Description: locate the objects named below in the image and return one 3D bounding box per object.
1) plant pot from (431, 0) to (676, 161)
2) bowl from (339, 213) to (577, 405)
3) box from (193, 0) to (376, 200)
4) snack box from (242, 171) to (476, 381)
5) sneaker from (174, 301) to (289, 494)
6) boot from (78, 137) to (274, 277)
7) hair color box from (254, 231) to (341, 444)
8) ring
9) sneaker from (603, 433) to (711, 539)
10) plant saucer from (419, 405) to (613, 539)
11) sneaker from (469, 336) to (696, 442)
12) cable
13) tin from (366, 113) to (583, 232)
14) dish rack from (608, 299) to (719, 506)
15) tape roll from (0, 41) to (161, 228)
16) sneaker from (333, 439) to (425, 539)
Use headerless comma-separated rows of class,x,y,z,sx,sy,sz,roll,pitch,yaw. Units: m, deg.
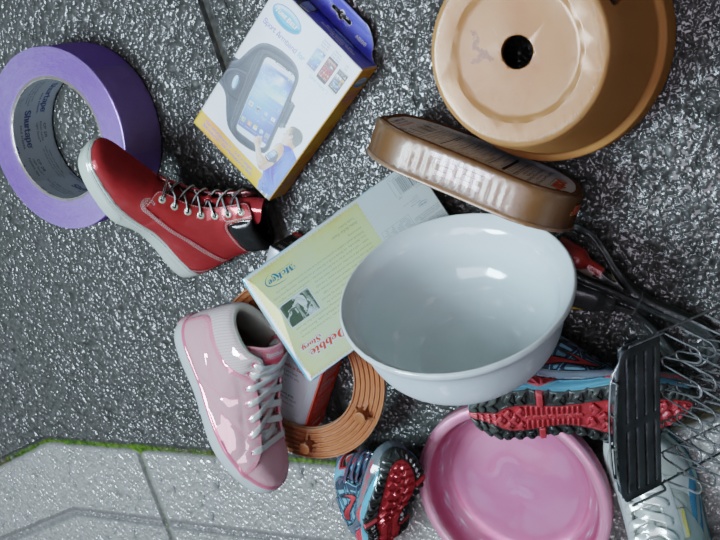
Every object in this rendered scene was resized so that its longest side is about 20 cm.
plant pot,0.143,-0.179,0.675,0.197,0.140,0.204,9,111,23
bowl,0.087,0.047,0.722,0.198,0.202,0.091,3,131,25
box,-0.073,-0.183,0.841,0.119,0.041,0.201,45,123,7
snack box,0.000,0.000,0.808,0.199,0.037,0.117,-35,90,-2
sneaker,-0.106,0.125,0.846,0.104,0.075,0.203,-23,93,35
boot,-0.180,-0.079,0.874,0.142,0.073,0.200,-16,137,28
hair color box,-0.068,0.074,0.911,0.100,0.061,0.203,27,118,16
ring,-0.067,0.106,0.876,0.197,0.019,0.204,9,112,22
sneaker,0.278,0.234,0.778,0.076,0.081,0.203,-22,95,32
plant saucer,0.156,0.218,0.850,0.197,0.051,0.204,10,112,26
sneaker,0.197,0.093,0.760,0.196,0.096,0.080,1,135,7
cable,0.233,0.018,0.762,0.197,0.050,0.099,19,113,8
tin,0.099,-0.090,0.742,0.198,0.112,0.042,25,116,17
dish rack,0.283,0.104,0.679,0.054,0.197,0.156,21,122,60
tape roll,-0.325,-0.154,0.964,0.197,0.066,0.204,8,109,24
sneaker,0.003,0.227,0.887,0.096,0.079,0.202,45,149,25
